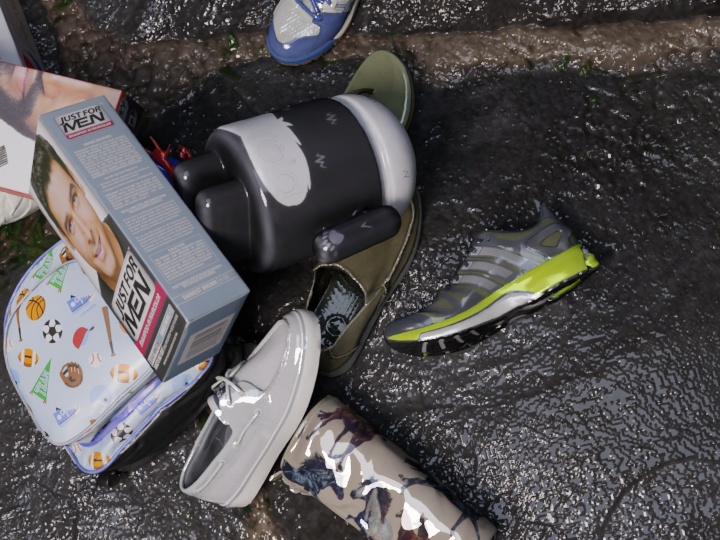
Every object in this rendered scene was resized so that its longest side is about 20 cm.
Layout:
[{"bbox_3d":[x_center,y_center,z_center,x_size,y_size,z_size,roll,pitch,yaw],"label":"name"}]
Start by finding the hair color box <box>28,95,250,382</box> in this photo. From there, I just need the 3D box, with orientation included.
[{"bbox_3d":[-0.176,-0.025,0.720,0.061,0.099,0.200,-27,72,-36],"label":"hair color box"}]

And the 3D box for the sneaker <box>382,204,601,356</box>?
[{"bbox_3d":[0.108,0.012,0.832,0.199,0.074,0.081,-25,70,-5],"label":"sneaker"}]

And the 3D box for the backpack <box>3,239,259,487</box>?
[{"bbox_3d":[-0.224,0.062,0.828,0.200,0.154,0.191,-42,67,2],"label":"backpack"}]

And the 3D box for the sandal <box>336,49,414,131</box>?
[{"bbox_3d":[-0.020,-0.117,0.865,0.080,0.057,0.201,33,87,30],"label":"sandal"}]

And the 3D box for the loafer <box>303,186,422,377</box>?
[{"bbox_3d":[0.000,0.000,0.842,0.075,0.070,0.201,19,83,11],"label":"loafer"}]

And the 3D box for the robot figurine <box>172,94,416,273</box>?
[{"bbox_3d":[-0.050,-0.070,0.764,0.199,0.125,0.151,-21,85,-27],"label":"robot figurine"}]

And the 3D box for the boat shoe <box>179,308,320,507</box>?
[{"bbox_3d":[-0.098,0.117,0.800,0.200,0.068,0.072,-60,34,25],"label":"boat shoe"}]

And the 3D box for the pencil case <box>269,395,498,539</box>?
[{"bbox_3d":[0.023,0.200,0.798,0.200,0.078,0.090,37,100,13],"label":"pencil case"}]

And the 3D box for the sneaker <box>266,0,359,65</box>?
[{"bbox_3d":[-0.025,-0.288,0.891,0.075,0.088,0.200,39,88,11],"label":"sneaker"}]

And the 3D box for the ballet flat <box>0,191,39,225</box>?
[{"bbox_3d":[-0.379,-0.060,0.905,0.199,0.069,0.070,-16,78,8],"label":"ballet flat"}]

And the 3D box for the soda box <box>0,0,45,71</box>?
[{"bbox_3d":[-0.360,-0.211,0.933,0.063,0.068,0.201,-24,77,3],"label":"soda box"}]

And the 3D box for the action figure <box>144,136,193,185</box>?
[{"bbox_3d":[-0.179,-0.096,0.889,0.199,0.065,0.052,23,100,12],"label":"action figure"}]

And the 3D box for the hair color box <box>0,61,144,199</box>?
[{"bbox_3d":[-0.310,-0.125,0.844,0.199,0.064,0.111,14,86,8],"label":"hair color box"}]
